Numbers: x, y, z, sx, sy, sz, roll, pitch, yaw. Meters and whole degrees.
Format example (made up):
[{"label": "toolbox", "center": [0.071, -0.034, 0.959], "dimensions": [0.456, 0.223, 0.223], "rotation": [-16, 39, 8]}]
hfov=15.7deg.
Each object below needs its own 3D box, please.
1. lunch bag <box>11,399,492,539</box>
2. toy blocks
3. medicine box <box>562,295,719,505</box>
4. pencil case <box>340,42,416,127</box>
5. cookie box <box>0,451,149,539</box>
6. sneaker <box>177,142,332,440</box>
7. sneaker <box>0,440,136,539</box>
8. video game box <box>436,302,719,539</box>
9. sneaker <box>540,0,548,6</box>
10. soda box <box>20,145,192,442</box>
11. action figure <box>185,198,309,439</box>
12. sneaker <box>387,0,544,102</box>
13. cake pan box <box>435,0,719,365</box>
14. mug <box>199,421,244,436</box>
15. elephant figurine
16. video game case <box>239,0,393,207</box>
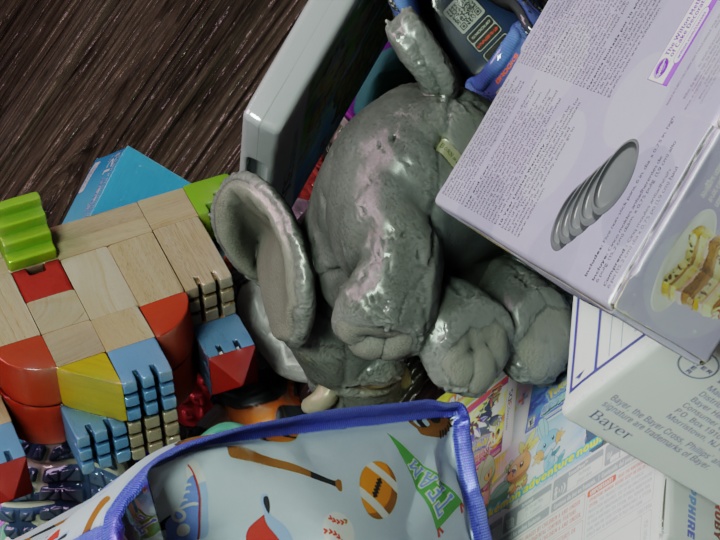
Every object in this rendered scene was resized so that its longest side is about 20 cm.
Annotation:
[{"label": "lunch bag", "center": [-0.067, 0.131, 1.026], "dimensions": [0.170, 0.199, 0.125], "rotation": [-30, 68, 40]}, {"label": "toy blocks", "center": [-0.132, 0.039, 1.283], "dimensions": [0.137, 0.199, 0.100], "rotation": [-123, 22, -44]}, {"label": "medicine box", "center": [0.179, -0.037, 0.981], "dimensions": [0.200, 0.103, 0.183], "rotation": [-39, 30, 41]}, {"label": "pencil case", "center": [0.034, -0.054, 1.324], "dimensions": [0.092, 0.086, 0.200], "rotation": [-12, 31, -1]}, {"label": "cookie box", "center": [-0.147, 0.091, 1.554], "dimensions": [0.171, 0.075, 0.201], "rotation": [-45, 27, 32]}, {"label": "sneaker", "center": [-0.065, 0.020, 1.493], "dimensions": [0.201, 0.079, 0.096], "rotation": [-63, 11, -28]}, {"label": "sneaker", "center": [-0.136, 0.134, 1.387], "dimensions": [0.085, 0.077, 0.201], "rotation": [-62, -22, -45]}, {"label": "video game box", "center": [0.080, 0.099, 1.100], "dimensions": [0.200, 0.047, 0.183], "rotation": [-39, 32, 41]}, {"label": "sneaker", "center": [0.084, -0.150, 1.290], "dimensions": [0.081, 0.088, 0.200], "rotation": [-29, 13, 36]}, {"label": "soda box", "center": [-0.155, 0.036, 1.451], "dimensions": [0.201, 0.068, 0.064], "rotation": [-64, 17, -13]}, {"label": "action figure", "center": [-0.045, 0.054, 1.336], "dimensions": [0.200, 0.104, 0.195], "rotation": [159, 120, -76]}, {"label": "sneaker", "center": [0.080, -0.076, 1.161], "dimensions": [0.076, 0.200, 0.078], "rotation": [-54, -19, 10]}, {"label": "cake pan box", "center": [0.121, -0.081, 0.958], "dimensions": [0.201, 0.052, 0.184], "rotation": [-60, 24, 1]}, {"label": "mug", "center": [-0.079, 0.158, 1.204], "dimensions": [0.114, 0.151, 0.186], "rotation": [-25, 72, 47]}, {"label": "elephant figurine", "center": [0.000, 0.000, 1.154], "dimensions": [0.200, 0.141, 0.156], "rotation": [-11, 54, 59]}, {"label": "video game case", "center": [-0.003, -0.120, 1.246], "dimensions": [0.201, 0.022, 0.182], "rotation": [-61, -4, -17]}]
